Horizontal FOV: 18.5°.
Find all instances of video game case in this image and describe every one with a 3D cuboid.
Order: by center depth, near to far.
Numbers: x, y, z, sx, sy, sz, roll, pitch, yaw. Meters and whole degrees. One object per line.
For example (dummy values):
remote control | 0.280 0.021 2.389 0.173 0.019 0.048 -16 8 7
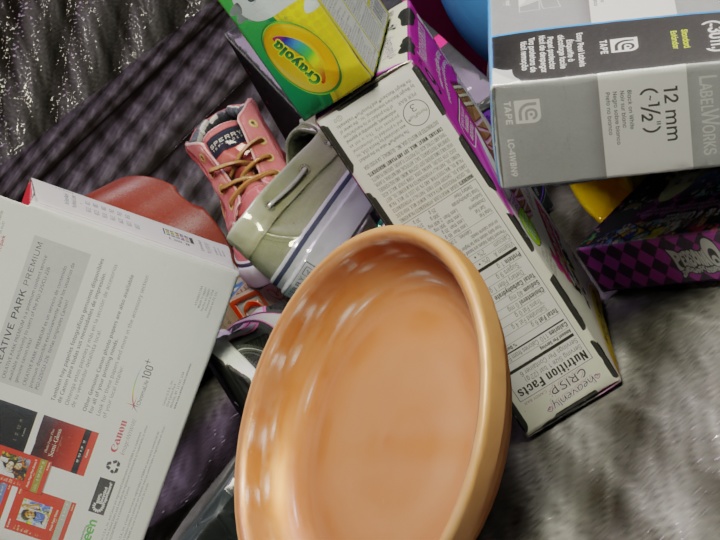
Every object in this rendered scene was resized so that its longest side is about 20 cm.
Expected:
video game case | 0.232 -0.060 1.171 0.181 0.036 0.200 -42 16 -25

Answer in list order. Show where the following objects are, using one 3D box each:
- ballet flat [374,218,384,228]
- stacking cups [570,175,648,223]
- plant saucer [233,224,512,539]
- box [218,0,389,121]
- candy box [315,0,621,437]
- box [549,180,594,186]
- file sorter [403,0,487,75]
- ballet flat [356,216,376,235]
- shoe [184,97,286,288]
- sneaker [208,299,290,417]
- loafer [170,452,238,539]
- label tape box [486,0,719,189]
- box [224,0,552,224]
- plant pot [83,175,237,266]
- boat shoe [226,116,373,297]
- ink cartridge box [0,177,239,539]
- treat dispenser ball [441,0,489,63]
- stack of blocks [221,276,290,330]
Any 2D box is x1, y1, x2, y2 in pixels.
ballet flat | 0.019 0.008 1.236 0.201 0.069 0.069 -57 19 -11
stacking cups | 0.212 -0.102 1.318 0.200 0.061 0.060 -39 15 -22
plant saucer | 0.009 0.079 1.054 0.200 0.037 0.202 -28 54 46
box | -0.062 -0.179 1.079 0.048 0.201 0.117 -30 16 15
candy box | 0.056 -0.030 1.145 0.061 0.201 0.137 -31 16 11
box | 0.200 -0.121 1.247 0.136 0.038 0.200 -7 29 43
file sorter | 0.012 -0.199 1.736 0.139 0.125 0.201 -42 -24 -23
ballet flat | 0.000 0.000 1.337 0.071 0.071 0.200 -39 39 -14
shoe | -0.076 -0.056 1.504 0.071 0.091 0.200 -34 15 3
sneaker | -0.048 0.051 1.371 0.086 0.081 0.200 -33 16 -5
loafer | -0.053 0.125 1.169 0.200 0.073 0.072 -44 12 -34
label tape box | 0.163 -0.111 1.108 0.198 0.067 0.144 -7 32 7
box | 0.017 -0.098 1.442 0.106 0.123 0.200 -36 47 -6
plant pot | -0.194 0.040 1.550 0.200 0.202 0.195 -20 12 45
boat shoe | -0.012 -0.066 1.270 0.072 0.062 0.200 -49 8 44
ink cartridge box | -0.188 0.057 1.310 0.084 0.174 0.201 -125 56 -76
treat dispenser ball | 0.149 -0.230 1.569 0.200 0.202 0.201 -33 15 10
stack of blocks | -0.017 -0.016 1.548 0.115 0.059 0.200 -25 18 35
